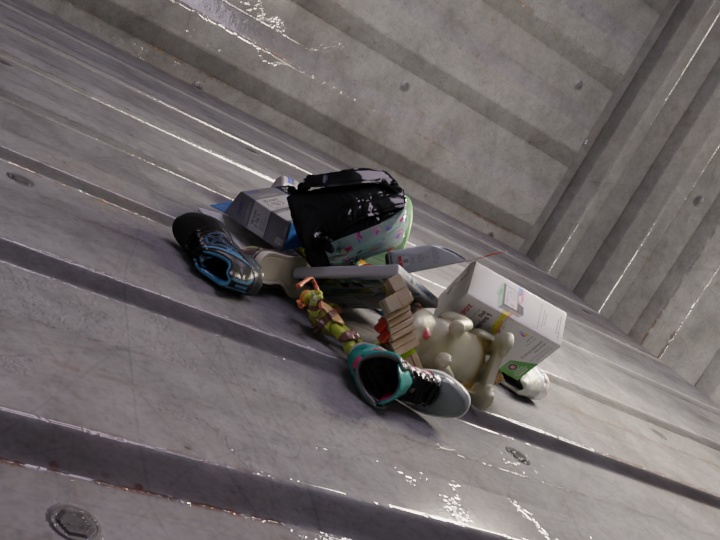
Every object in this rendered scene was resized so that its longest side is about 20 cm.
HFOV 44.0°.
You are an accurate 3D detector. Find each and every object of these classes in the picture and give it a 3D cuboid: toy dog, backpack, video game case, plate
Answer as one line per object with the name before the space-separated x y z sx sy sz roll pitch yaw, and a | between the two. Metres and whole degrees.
toy dog | 0.133 0.124 1.531 0.199 0.141 0.194 26 -1 -20
backpack | -0.015 -0.092 1.559 0.127 0.198 0.168 86 -17 -58
video game case | 0.011 0.030 1.540 0.198 0.022 0.182 -1 -20 27
plate | -0.189 -0.039 1.663 0.199 0.033 0.200 17 18 -48

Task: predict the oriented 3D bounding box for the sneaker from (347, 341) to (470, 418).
sneaker | 0.069 0.168 1.302 0.198 0.084 0.121 23 6 3

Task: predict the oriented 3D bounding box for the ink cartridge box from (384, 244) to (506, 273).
ink cartridge box | 0.144 -0.030 1.568 0.198 0.051 0.162 -14 0 -1

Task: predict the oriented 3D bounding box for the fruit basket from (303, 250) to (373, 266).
fruit basket | 0.000 0.000 1.668 0.199 0.094 0.185 25 -10 27

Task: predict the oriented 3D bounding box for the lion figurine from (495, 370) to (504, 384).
lion figurine | 0.175 0.151 1.677 0.199 0.073 0.123 23 15 -22

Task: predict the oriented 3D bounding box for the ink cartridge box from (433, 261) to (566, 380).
ink cartridge box | 0.245 0.093 1.608 0.199 0.145 0.084 29 51 -8

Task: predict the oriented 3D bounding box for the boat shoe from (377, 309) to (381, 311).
boat shoe | 0.061 0.041 1.869 0.074 0.062 0.200 29 11 3

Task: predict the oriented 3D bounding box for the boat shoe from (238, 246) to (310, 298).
boat shoe | -0.144 0.000 1.522 0.059 0.073 0.200 19 -1 26

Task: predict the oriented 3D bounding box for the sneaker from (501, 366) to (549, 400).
sneaker | 0.293 0.187 1.820 0.092 0.076 0.200 11 21 -46

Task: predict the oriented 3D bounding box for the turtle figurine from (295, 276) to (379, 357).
turtle figurine | -0.048 0.082 1.420 0.161 0.064 0.200 43 -3 11

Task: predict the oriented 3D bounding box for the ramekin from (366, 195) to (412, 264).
ramekin | 0.030 -0.090 2.026 0.097 0.202 0.200 18 15 -19

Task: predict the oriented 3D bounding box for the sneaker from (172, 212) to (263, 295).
sneaker | -0.240 -0.034 1.418 0.199 0.074 0.082 36 15 28

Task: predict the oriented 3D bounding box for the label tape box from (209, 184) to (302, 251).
label tape box | -0.167 -0.117 1.707 0.199 0.064 0.144 32 27 27

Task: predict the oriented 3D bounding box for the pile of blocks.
pile of blocks | 0.046 0.102 1.391 0.062 0.202 0.082 -25 29 -27

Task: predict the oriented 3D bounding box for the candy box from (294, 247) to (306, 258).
candy box | -0.153 -0.071 1.805 0.200 0.026 0.102 39 -10 37

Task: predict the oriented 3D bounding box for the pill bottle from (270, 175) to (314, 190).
pill bottle | -0.111 -0.120 1.980 0.199 0.114 0.114 24 13 -20
